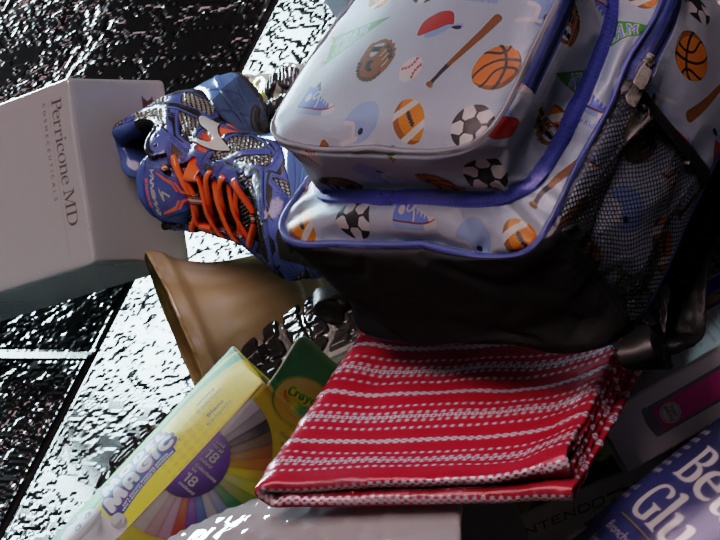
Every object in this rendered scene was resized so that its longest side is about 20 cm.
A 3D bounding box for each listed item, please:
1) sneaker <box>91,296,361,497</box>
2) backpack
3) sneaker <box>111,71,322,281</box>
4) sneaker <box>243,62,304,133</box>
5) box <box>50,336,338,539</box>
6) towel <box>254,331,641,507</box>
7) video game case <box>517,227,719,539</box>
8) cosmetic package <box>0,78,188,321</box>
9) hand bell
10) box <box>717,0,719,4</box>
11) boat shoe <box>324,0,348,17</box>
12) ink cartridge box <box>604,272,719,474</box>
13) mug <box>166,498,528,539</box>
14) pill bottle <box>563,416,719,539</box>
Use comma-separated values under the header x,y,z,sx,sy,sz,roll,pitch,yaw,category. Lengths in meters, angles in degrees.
x,y,z,sx,sy,sz,roll,pitch,yaw,category
-0.033,0.082,1.439,0.200,0.090,0.078,-36,17,15,sneaker
0.068,-0.069,1.273,0.199,0.154,0.191,7,51,41,backpack
-0.069,-0.039,1.471,0.078,0.076,0.200,-14,21,-16,sneaker
-0.014,-0.074,1.560,0.079,0.078,0.200,-1,11,-16,sneaker
-0.066,0.126,1.365,0.200,0.117,0.048,-45,34,1,box
0.051,0.045,1.289,0.144,0.023,0.200,-4,24,22,towel
0.107,0.060,1.404,0.181,0.036,0.200,-23,40,13,video game case
-0.188,-0.032,1.607,0.200,0.071,0.102,-17,79,43,cosmetic package
0.000,0.000,1.523,0.199,0.104,0.104,-23,38,-8,hand bell
0.211,-0.136,1.405,0.101,0.113,0.201,8,63,8,box
0.037,-0.156,1.629,0.066,0.070,0.200,-32,13,-12,boat shoe
0.187,0.016,1.314,0.200,0.037,0.095,-32,13,3,ink cartridge box
-0.016,0.191,1.274,0.175,0.148,0.201,-11,81,15,mug
0.172,0.114,1.242,0.200,0.111,0.111,-38,39,-5,pill bottle
